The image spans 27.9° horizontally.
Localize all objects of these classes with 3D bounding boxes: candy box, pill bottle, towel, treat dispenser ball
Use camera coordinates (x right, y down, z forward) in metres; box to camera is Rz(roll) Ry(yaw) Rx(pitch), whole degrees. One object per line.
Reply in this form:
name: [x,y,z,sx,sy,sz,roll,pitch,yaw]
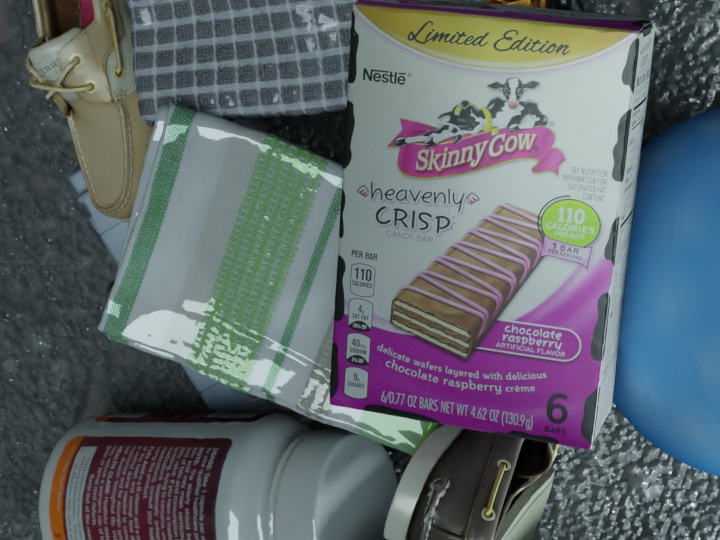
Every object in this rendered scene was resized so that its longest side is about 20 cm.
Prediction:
candy box: [0.061,-0.025,0.697,0.136,0.061,0.201,8,106,16]
pill bottle: [-0.084,0.143,0.871,0.199,0.114,0.115,-3,106,31]
towel: [-0.035,0.010,0.779,0.199,0.031,0.150,22,117,4]
treat dispenser ball: [0.215,0.011,0.769,0.200,0.201,0.202,2,106,8]
towel: [-0.040,-0.163,0.765,0.199,0.086,0.166,-4,110,21]

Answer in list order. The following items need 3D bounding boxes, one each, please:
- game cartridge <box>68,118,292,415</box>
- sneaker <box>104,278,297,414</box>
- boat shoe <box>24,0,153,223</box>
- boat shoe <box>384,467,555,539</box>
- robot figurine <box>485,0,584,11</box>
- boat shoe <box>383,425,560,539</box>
game cartridge: [-0.075,-0.006,0.899,0.133,0.042,0.201,-29,99,11]
sneaker: [-0.057,0.049,0.858,0.199,0.070,0.076,9,110,8]
boat shoe: [-0.161,-0.126,0.835,0.074,0.069,0.201,-13,85,42]
boat shoe: [0.058,0.154,0.844,0.067,0.200,0.072,28,119,21]
robot figurine: [0.063,-0.082,0.843,0.144,0.058,0.201,7,107,7]
boat shoe: [0.080,0.099,0.816,0.059,0.200,0.072,23,121,18]
